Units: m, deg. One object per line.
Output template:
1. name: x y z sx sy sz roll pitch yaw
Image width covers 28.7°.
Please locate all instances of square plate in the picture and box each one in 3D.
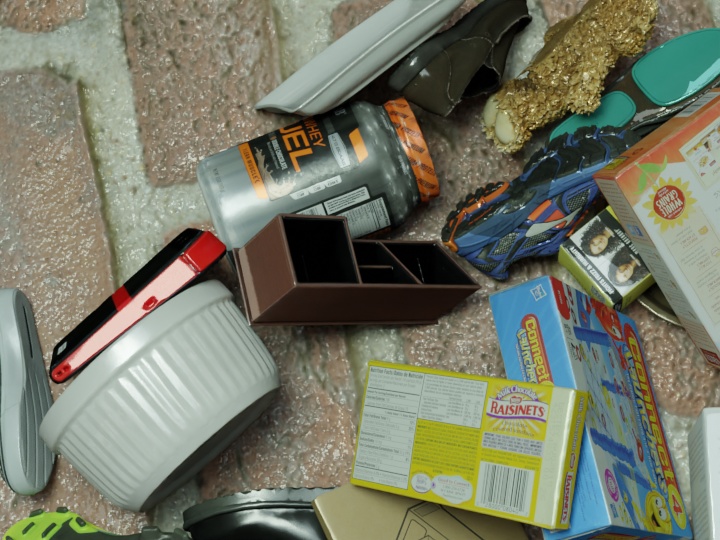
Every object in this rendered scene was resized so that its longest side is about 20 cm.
1. square plate: 0.003 -0.199 1.288 0.200 0.198 0.028 -38 105 -7

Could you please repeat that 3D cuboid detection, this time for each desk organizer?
1. desk organizer: 0.000 0.000 1.205 0.199 0.077 0.072 1 65 -35

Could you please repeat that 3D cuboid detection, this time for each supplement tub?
1. supplement tub: -0.037 -0.076 1.268 0.199 0.123 0.123 -21 70 -2

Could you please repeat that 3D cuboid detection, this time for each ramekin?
1. ramekin: -0.160 0.112 1.182 0.200 0.200 0.105 -41 83 -8

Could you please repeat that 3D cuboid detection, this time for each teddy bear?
1. teddy bear: 0.191 -0.182 1.283 0.067 0.145 0.200 44 83 -15

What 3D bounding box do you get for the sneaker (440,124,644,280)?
1. sneaker: 0.170 -0.060 1.243 0.199 0.078 0.075 -29 29 25

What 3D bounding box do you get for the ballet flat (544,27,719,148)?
1. ballet flat: 0.256 -0.152 1.287 0.199 0.068 0.068 -31 66 5

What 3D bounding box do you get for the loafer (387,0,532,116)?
1. loafer: 0.102 -0.193 1.298 0.071 0.073 0.200 51 50 -1

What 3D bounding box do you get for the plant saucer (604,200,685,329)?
1. plant saucer: 0.318 -0.036 1.264 0.199 0.029 0.201 -2 71 5

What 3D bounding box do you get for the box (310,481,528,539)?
1. box: 0.070 0.249 1.150 0.163 0.021 0.201 -19 75 -29

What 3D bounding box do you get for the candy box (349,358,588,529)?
1. candy box: 0.078 0.130 1.076 0.199 0.026 0.103 6 82 42

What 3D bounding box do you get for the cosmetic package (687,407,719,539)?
1. cosmetic package: 0.311 0.219 1.138 0.071 0.101 0.201 0 72 5

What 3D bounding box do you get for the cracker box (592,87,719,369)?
1. cracker box: 0.304 -0.034 1.174 0.134 0.058 0.200 -34 101 -6

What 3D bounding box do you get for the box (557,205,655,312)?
1. box: 0.271 -0.050 1.232 0.200 0.050 0.075 -37 73 -7

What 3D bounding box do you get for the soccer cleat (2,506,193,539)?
1. soccer cleat: -0.220 0.255 1.205 0.199 0.084 0.065 4 36 23

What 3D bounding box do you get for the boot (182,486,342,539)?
1. boot: -0.046 0.264 1.174 0.210 0.079 0.159 -3 71 5

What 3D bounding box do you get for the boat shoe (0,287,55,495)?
1. boat shoe: -0.323 0.114 1.271 0.071 0.072 0.201 -19 60 9

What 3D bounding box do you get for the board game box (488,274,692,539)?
1. board game box: 0.188 0.122 1.133 0.056 0.196 0.201 -21 68 25

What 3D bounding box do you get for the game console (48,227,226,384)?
1. game console: -0.195 0.029 1.218 0.177 0.200 0.031 -43 99 -7
